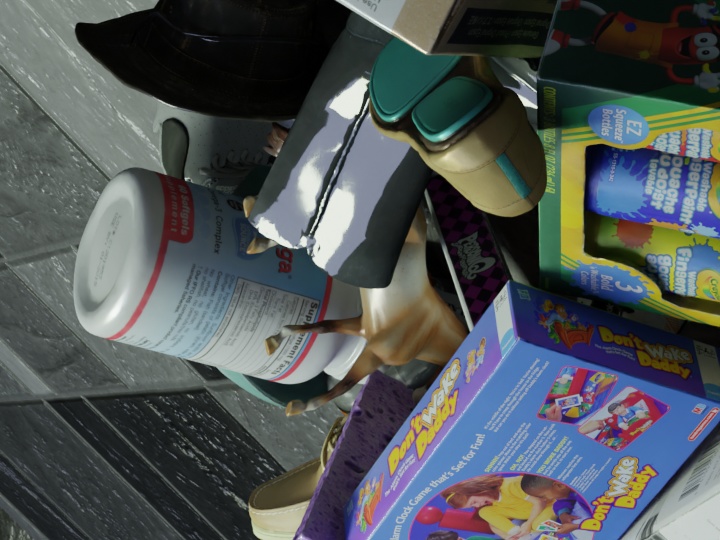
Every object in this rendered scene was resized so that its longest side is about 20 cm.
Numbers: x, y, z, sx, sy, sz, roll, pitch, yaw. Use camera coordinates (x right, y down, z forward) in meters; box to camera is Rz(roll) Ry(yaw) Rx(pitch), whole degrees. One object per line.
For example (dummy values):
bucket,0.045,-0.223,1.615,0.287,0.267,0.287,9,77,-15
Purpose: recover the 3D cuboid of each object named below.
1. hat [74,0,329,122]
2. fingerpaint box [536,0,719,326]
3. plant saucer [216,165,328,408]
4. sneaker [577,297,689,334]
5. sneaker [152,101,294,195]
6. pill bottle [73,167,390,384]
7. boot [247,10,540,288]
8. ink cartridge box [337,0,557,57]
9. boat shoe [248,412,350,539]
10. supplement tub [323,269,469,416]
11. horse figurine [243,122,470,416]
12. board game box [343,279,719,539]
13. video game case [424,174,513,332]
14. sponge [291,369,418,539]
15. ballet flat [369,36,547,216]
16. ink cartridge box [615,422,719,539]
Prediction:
hat,-0.080,-0.156,1.375,0.200,0.200,0.081,27,114,33
fingerpaint box,0.175,-0.049,1.113,0.166,0.073,0.200,12,151,11
plant saucer,-0.079,0.008,1.579,0.036,0.200,0.200,-22,122,26
sneaker,0.163,-0.007,1.284,0.074,0.080,0.200,32,156,26
sneaker,-0.062,-0.073,1.470,0.200,0.116,0.075,34,-160,34
pill bottle,-0.073,0.010,1.439,0.200,0.109,0.109,16,170,-27
boot,0.038,-0.065,1.260,0.165,0.066,0.200,39,123,17
ink cartridge box,0.001,-0.183,1.108,0.200,0.075,0.165,34,-162,18
boat shoe,0.009,0.126,1.513,0.200,0.074,0.066,-20,118,15
supplement tub,0.057,0.090,1.593,0.122,0.123,0.200,7,140,56
horse figurine,0.000,0.000,1.382,0.050,0.132,0.200,-156,53,-75
board game box,0.094,0.104,1.249,0.134,0.045,0.200,18,129,-20
video game case,0.097,0.058,1.404,0.200,0.036,0.182,-105,-7,-57
sponge,0.029,0.142,1.369,0.111,0.200,0.030,29,119,-2
ballet flat,0.048,-0.072,1.117,0.063,0.069,0.200,49,-173,-19
ink cartridge box,0.222,0.122,1.281,0.086,0.147,0.200,38,145,-2
